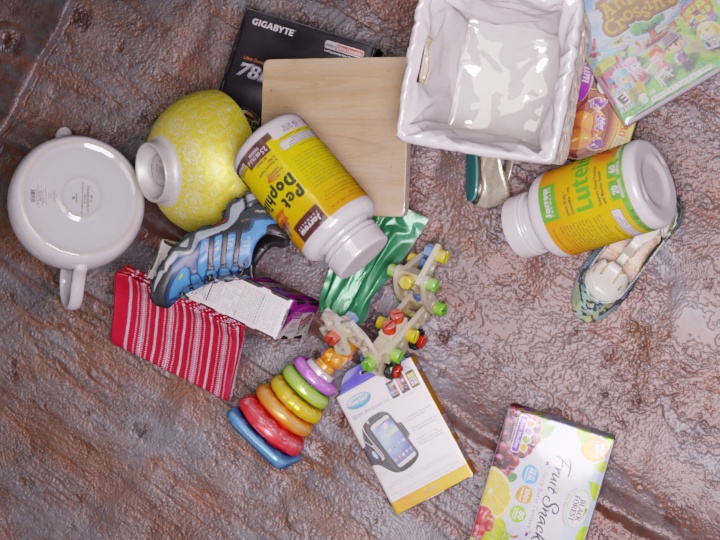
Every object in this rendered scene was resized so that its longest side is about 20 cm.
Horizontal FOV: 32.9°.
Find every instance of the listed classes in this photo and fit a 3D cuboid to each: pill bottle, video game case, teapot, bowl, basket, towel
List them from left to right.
[{"bbox_3d":[-0.399,-0.081,1.689,0.197,0.146,0.200,45,65,-9],"label":"teapot"},{"bbox_3d":[-0.256,0.088,1.675,0.200,0.022,0.145,25,128,13],"label":"towel"},{"bbox_3d":[-0.232,-0.135,1.614,0.200,0.107,0.201,17,113,47],"label":"bowl"},{"bbox_3d":[-0.058,-0.089,1.501,0.109,0.109,0.200,-43,78,9],"label":"pill bottle"},{"bbox_3d":[0.169,-0.235,1.474,0.199,0.161,0.199,11,96,18],"label":"basket"},{"bbox_3d":[0.278,-0.080,1.513,0.200,0.111,0.111,-19,84,38],"label":"pill bottle"},{"bbox_3d":[0.370,-0.306,1.511,0.200,0.022,0.182,-30,83,10],"label":"video game case"}]

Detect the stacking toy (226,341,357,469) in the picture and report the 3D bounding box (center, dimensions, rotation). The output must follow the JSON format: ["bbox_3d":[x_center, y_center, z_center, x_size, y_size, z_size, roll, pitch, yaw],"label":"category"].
[{"bbox_3d":[-0.074,0.158,1.621,0.110,0.116,0.200,43,96,11],"label":"stacking toy"}]

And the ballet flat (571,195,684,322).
[{"bbox_3d":[0.334,-0.019,1.546,0.074,0.074,0.200,36,97,12],"label":"ballet flat"}]

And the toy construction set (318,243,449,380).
[{"bbox_3d":[0.040,0.060,1.569,0.200,0.131,0.092,-33,50,-29],"label":"toy construction set"}]

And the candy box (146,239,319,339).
[{"bbox_3d":[-0.168,0.027,1.632,0.200,0.136,0.061,25,94,14],"label":"candy box"}]

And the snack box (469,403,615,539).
[{"bbox_3d":[0.233,0.289,1.572,0.142,0.053,0.201,16,93,12],"label":"snack box"}]

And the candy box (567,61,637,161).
[{"bbox_3d":[0.308,-0.234,1.562,0.116,0.056,0.201,18,94,13],"label":"candy box"}]

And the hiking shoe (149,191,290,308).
[{"bbox_3d":[-0.175,-0.015,1.530,0.200,0.074,0.087,-42,72,-8],"label":"hiking shoe"}]

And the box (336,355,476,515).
[{"bbox_3d":[0.056,0.209,1.625,0.119,0.041,0.200,-29,80,11],"label":"box"}]

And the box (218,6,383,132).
[{"bbox_3d":[-0.093,-0.236,1.664,0.199,0.050,0.199,20,95,12],"label":"box"}]

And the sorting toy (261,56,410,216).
[{"bbox_3d":[-0.024,-0.171,1.583,0.199,0.070,0.200,3,91,19],"label":"sorting toy"}]

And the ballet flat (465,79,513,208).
[{"bbox_3d":[0.169,-0.182,1.601,0.062,0.067,0.201,-2,92,-14],"label":"ballet flat"}]

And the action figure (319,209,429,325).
[{"bbox_3d":[0.000,0.000,1.632,0.118,0.055,0.200,24,90,13],"label":"action figure"}]
